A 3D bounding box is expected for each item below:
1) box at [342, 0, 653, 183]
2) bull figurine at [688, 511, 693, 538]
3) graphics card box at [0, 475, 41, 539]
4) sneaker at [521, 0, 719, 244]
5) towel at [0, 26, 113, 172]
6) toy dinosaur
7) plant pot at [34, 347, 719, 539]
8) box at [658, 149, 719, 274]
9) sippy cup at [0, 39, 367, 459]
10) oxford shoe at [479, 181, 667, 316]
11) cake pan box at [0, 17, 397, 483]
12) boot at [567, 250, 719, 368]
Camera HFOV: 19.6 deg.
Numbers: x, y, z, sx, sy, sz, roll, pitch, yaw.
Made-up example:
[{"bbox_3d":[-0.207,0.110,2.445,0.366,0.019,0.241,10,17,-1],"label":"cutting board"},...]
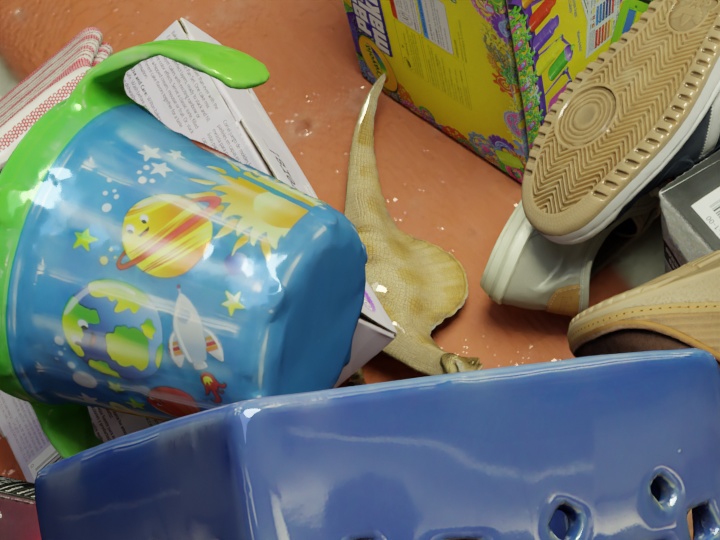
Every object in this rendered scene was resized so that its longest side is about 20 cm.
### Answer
[{"bbox_3d":[0.090,-0.187,1.011,0.122,0.200,0.193,35,71,26],"label":"box"},{"bbox_3d":[0.159,0.126,0.901,0.121,0.065,0.200,-42,60,-10],"label":"bull figurine"},{"bbox_3d":[-0.092,0.168,0.900,0.198,0.051,0.127,11,91,14],"label":"graphics card box"},{"bbox_3d":[0.163,-0.076,0.954,0.201,0.108,0.070,-53,43,-5],"label":"sneaker"},{"bbox_3d":[-0.173,-0.053,0.980,0.146,0.200,0.030,-40,103,3],"label":"towel"},{"bbox_3d":[0.000,0.000,1.016,0.100,0.058,0.201,-11,53,-12],"label":"toy dinosaur"},{"bbox_3d":[0.013,0.137,0.740,0.199,0.200,0.181,-4,79,-29],"label":"plant pot"},{"bbox_3d":[0.239,0.029,0.914,0.132,0.115,0.200,-33,59,-8],"label":"box"},{"bbox_3d":[-0.072,0.006,0.866,0.129,0.178,0.140,17,56,22],"label":"sippy cup"},{"bbox_3d":[0.129,-0.057,1.008,0.057,0.075,0.201,29,70,12],"label":"oxford shoe"},{"bbox_3d":[-0.098,0.012,0.978,0.184,0.052,0.201,-42,58,16],"label":"cake pan box"},{"bbox_3d":[0.165,0.075,0.834,0.072,0.200,0.167,-22,90,-26],"label":"boot"}]
